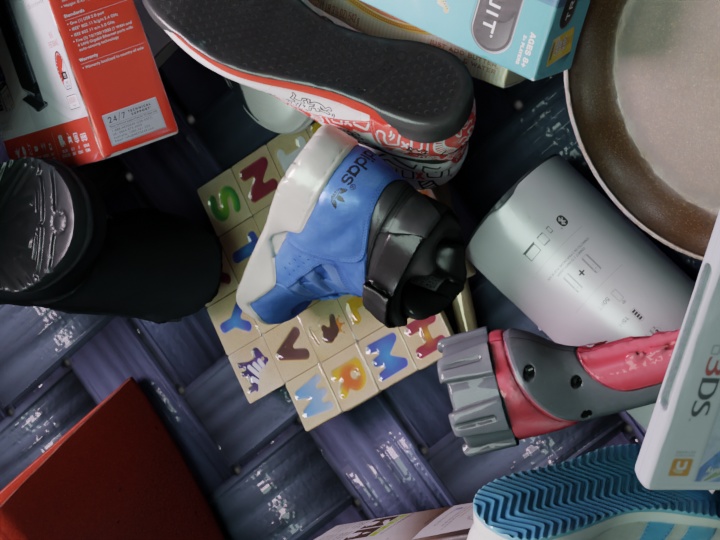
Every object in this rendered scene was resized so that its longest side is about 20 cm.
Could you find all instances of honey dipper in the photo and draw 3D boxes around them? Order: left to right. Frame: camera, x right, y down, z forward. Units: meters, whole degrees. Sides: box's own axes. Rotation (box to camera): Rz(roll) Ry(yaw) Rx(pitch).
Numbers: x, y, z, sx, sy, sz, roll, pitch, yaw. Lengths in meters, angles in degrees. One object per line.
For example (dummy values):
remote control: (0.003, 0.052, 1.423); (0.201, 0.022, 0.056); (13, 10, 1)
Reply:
honey dipper: (0.057, -0.005, 1.588); (0.038, 0.038, 0.201); (-7, 97, 30)

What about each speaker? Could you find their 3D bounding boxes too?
speaker: (0.155, 0.030, 1.513); (0.200, 0.081, 0.081); (44, 120, 11)

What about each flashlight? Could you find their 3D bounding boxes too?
flashlight: (0.143, 0.043, 1.440); (0.200, 0.068, 0.068); (-16, 81, 9)

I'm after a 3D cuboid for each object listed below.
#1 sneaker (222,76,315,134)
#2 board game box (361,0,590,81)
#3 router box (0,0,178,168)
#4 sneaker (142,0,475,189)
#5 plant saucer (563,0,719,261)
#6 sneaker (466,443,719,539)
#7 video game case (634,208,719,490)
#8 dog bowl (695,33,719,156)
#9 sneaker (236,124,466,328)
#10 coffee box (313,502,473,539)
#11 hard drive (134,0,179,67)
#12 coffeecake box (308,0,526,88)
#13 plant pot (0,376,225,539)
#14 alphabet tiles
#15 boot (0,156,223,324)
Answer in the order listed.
sneaker: (-0.096, -0.166, 1.564); (0.079, 0.130, 0.200); (-15, 93, 33)
board game box: (0.039, -0.211, 1.440); (0.200, 0.047, 0.151); (27, 116, 23)
router box: (-0.184, -0.149, 1.575); (0.200, 0.049, 0.180); (-6, 104, 69)
sneaker: (-0.029, -0.108, 1.518); (0.201, 0.108, 0.067); (23, 72, 11)
plant saucer: (0.203, -0.102, 1.419); (0.200, 0.032, 0.201); (8, 108, 26)
sneaker: (0.136, 0.151, 1.499); (0.077, 0.200, 0.081); (43, 128, 45)
video game case: (0.257, 0.038, 1.401); (0.022, 0.200, 0.183); (-118, 35, -52)
dog bowl: (0.269, -0.087, 1.434); (0.200, 0.050, 0.112); (13, 110, 26)
sneaker: (-0.001, 0.001, 1.535); (0.111, 0.077, 0.200); (34, 151, 5)
coffee box: (0.065, 0.201, 1.612); (0.200, 0.080, 0.113); (-14, 96, 32)
hard drive: (-0.208, -0.185, 1.686); (0.132, 0.027, 0.200); (-42, 83, 31)
coffeecake box: (0.052, -0.224, 1.502); (0.153, 0.073, 0.200); (23, 114, 24)
plant pot: (-0.184, 0.221, 1.702); (0.176, 0.200, 0.200); (47, 122, -3)
alphabet tiles: (-0.022, -0.002, 1.624); (0.200, 0.006, 0.167); (-31, 79, 38)
boot: (-0.150, -0.015, 1.594); (0.200, 0.168, 0.077); (-19, 73, 54)
